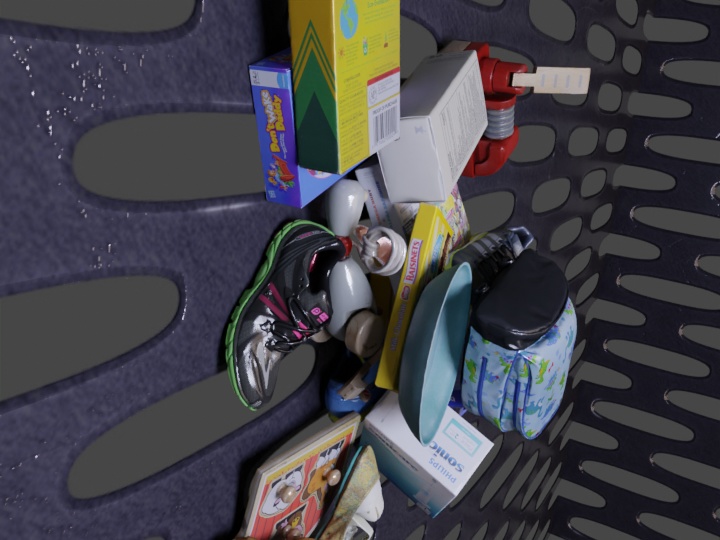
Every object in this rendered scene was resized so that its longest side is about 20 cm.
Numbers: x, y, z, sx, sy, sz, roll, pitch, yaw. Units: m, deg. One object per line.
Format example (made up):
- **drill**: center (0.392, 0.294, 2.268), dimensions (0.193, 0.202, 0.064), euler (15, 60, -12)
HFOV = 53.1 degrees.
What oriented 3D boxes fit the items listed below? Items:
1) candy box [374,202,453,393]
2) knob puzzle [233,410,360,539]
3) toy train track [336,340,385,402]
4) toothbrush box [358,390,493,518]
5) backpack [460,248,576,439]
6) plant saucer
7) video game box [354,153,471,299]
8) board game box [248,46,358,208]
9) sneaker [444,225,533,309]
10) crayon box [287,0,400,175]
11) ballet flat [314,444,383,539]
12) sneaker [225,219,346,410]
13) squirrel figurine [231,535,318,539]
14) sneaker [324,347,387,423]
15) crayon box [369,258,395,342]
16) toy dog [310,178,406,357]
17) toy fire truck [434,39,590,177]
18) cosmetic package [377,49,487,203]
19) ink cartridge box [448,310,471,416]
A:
- **candy box**: center (0.063, 0.036, 0.804), dimensions (0.102, 0.026, 0.204), euler (35, 68, -66)
- **knob puzzle**: center (-0.071, 0.286, 0.857), dimensions (0.219, 0.030, 0.222), euler (-40, 145, -34)
- **toy train track**: center (0.035, 0.102, 0.869), dimensions (0.115, 0.033, 0.200), euler (-48, 177, 35)
- **toothbrush box**: center (0.079, 0.238, 0.963), dimensions (0.085, 0.146, 0.201), euler (-46, 164, -20)
- **backpack**: center (0.189, 0.106, 0.877), dimensions (0.163, 0.153, 0.202), euler (-40, 157, -44)
- **plant saucer**: center (0.079, 0.087, 0.785), dimensions (0.200, 0.035, 0.204), euler (13, 90, -72)
- **video game box**: center (0.077, -0.078, 0.926), dimensions (0.200, 0.046, 0.185), euler (-44, 119, -54)
- **board game box**: center (-0.031, -0.171, 0.748), dimensions (0.200, 0.044, 0.137), euler (-44, 139, -47)
- **sneaker**: center (0.169, -0.015, 0.935), dimensions (0.075, 0.080, 0.200), euler (57, 33, -8)
- **crayon box**: center (-0.010, -0.207, 0.665), dimensions (0.127, 0.050, 0.203), euler (-39, 135, -50)
- **ballet flat**: center (-0.007, 0.306, 0.912), dimensions (0.070, 0.070, 0.202), euler (-27, 146, -56)
- **sneaker**: center (-0.073, 0.043, 0.724), dimensions (0.077, 0.083, 0.203), euler (42, 65, -59)
- **squirrel figurine**: center (-0.119, 0.391, 0.772), dimensions (0.198, 0.142, 0.188), euler (30, 104, -25)
- **sneaker**: center (0.019, 0.117, 0.957), dimensions (0.200, 0.065, 0.080), euler (-43, 140, -46)
- **crayon box**: center (0.065, 0.013, 1.013), dimensions (0.199, 0.051, 0.128), euler (-19, 119, -60)
- **toy dog**: center (0.000, 0.000, 0.813), dimensions (0.096, 0.131, 0.202), euler (-20, 141, -47)
- **toy fire truck**: center (0.202, -0.225, 1.003), dimensions (0.129, 0.197, 0.178), euler (-48, 142, -41)
- **cosmetic package**: center (0.087, -0.172, 0.844), dimensions (0.201, 0.070, 0.107), euler (-56, 138, -49)
- **ink cartridge box**: center (0.145, 0.104, 1.011), dimensions (0.136, 0.075, 0.204), euler (-22, 102, -57)
